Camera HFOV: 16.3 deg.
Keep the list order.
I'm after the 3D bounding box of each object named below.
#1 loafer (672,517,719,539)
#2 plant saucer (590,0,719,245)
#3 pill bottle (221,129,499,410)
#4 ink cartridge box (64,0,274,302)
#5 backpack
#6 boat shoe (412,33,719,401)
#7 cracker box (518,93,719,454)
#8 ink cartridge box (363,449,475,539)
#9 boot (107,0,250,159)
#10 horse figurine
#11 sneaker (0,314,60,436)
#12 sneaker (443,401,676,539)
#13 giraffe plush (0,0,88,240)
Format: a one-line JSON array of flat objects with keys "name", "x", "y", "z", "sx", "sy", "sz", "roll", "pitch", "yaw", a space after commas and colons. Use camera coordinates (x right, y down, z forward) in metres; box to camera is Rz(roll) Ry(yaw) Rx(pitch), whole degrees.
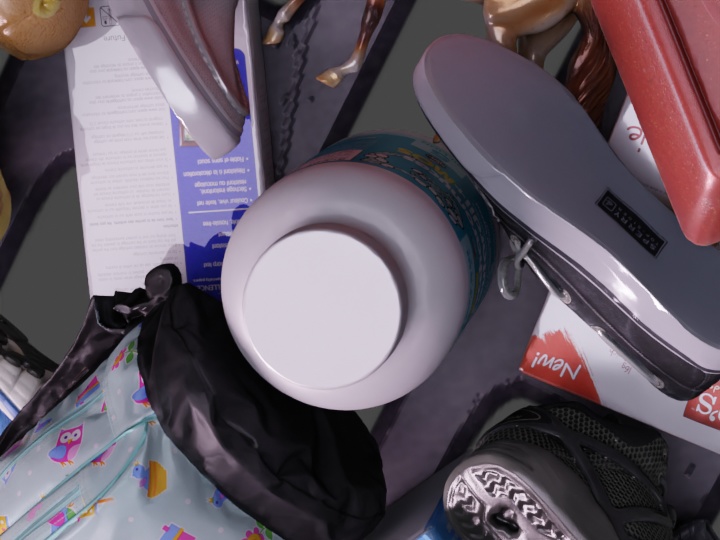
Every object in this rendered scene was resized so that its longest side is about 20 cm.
[{"name": "loafer", "x": 0.200, "y": 0.211, "z": 1.222, "sx": 0.070, "sy": 0.068, "sz": 0.201, "roll": -38, "pitch": 88, "yaw": 23}, {"name": "plant saucer", "x": 0.193, "y": -0.138, "z": 1.061, "sx": 0.199, "sy": 0.037, "sz": 0.201, "roll": -22, "pitch": 84, "yaw": 11}, {"name": "pill bottle", "x": 0.000, "y": 0.000, "z": 1.152, "sx": 0.110, "sy": 0.200, "sz": 0.111, "roll": 2, "pitch": 101, "yaw": 9}, {"name": "ink cartridge box", "x": -0.091, "y": -0.046, "z": 1.245, "sx": 0.094, "sy": 0.037, "sz": 0.201, "roll": -4, "pitch": 97, "yaw": 9}, {"name": "backpack", "x": -0.106, "y": 0.118, "z": 1.174, "sx": 0.200, "sy": 0.127, "sz": 0.167, "roll": -38, "pitch": 115, "yaw": 19}, {"name": "boat shoe", "x": 0.094, "y": -0.021, "z": 1.145, "sx": 0.199, "sy": 0.074, "sz": 0.068, "roll": 40, "pitch": 138, "yaw": -1}, {"name": "cracker box", "x": 0.173, "y": -0.021, "z": 1.192, "sx": 0.134, "sy": 0.058, "sz": 0.201, "roll": 22, "pitch": 103, "yaw": 6}, {"name": "ink cartridge box", "x": 0.072, "y": 0.203, "z": 1.203, "sx": 0.084, "sy": 0.145, "sz": 0.200, "roll": -36, "pitch": 92, "yaw": 14}, {"name": "boot", "x": -0.073, "y": -0.155, "z": 1.175, "sx": 0.095, "sy": 0.074, "sz": 0.200, "roll": -28, "pitch": 68, "yaw": 8}, {"name": "horse figurine", "x": 0.045, "y": -0.131, "z": 1.197, "sx": 0.200, "sy": 0.050, "sz": 0.133, "roll": 30, "pitch": 98, "yaw": 8}, {"name": "sneaker", "x": -0.196, "y": 0.073, "z": 1.262, "sx": 0.200, "sy": 0.079, "sz": 0.089, "roll": 35, "pitch": 101, "yaw": 2}, {"name": "sneaker", "x": 0.132, "y": 0.140, "z": 1.173, "sx": 0.200, "sy": 0.114, "sz": 0.076, "roll": 48, "pitch": 127, "yaw": -2}, {"name": "giraffe plush", "x": -0.203, "y": -0.123, "z": 1.191, "sx": 0.162, "sy": 0.173, "sz": 0.200, "roll": -45, "pitch": 122, "yaw": -5}]
